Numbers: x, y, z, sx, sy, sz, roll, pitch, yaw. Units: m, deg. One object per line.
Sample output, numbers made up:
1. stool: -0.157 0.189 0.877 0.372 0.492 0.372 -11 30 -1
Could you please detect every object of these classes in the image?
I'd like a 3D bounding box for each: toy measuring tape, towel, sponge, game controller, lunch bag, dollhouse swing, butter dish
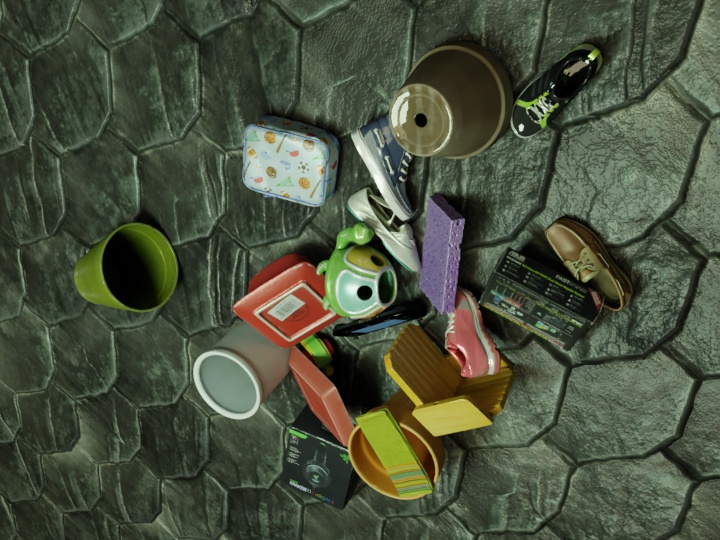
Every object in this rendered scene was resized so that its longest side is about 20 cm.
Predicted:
1. toy measuring tape: -0.113 0.151 1.682 0.073 0.074 0.201 -22 104 32
2. towel: 0.068 0.369 1.519 0.086 0.018 0.201 -23 104 32
3. sponge: 0.154 -0.030 1.449 0.030 0.112 0.202 -8 121 -18
4. game controller: 0.038 0.108 1.575 0.199 0.104 0.043 -20 83 32
5. lunch bag: -0.143 -0.215 1.511 0.198 0.076 0.162 17 123 16
6. dollhouse swing: 0.177 0.188 1.488 0.180 0.200 0.177 -20 105 31
7. butter dish: -0.147 0.039 1.605 0.199 0.149 0.199 -31 136 15

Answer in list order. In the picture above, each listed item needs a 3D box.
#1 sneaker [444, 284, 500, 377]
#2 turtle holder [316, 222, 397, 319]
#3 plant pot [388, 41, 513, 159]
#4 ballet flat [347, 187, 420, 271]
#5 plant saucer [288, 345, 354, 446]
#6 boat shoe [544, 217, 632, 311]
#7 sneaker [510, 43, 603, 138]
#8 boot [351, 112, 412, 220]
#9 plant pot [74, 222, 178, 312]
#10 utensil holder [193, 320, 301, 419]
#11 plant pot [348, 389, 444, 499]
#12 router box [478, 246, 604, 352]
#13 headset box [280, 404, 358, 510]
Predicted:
1. sneaker: 0.196 0.115 1.465 0.074 0.086 0.202 104 146 -60
2. turtle holder: 0.006 0.005 1.508 0.131 0.140 0.188 9 87 40
3. plant pot: 0.136 -0.271 1.277 0.198 0.173 0.202 14 120 27
4. ballet flat: 0.059 -0.085 1.491 0.200 0.069 0.069 46 125 2
5. plant saucer: -0.085 0.285 1.666 0.200 0.037 0.201 37 154 51
6. boat shoe: 0.411 -0.009 1.354 0.200 0.074 0.076 44 124 -1
7. sneaker: 0.314 -0.295 1.248 0.072 0.083 0.200 42 125 1
8. boot: 0.069 -0.194 1.427 0.090 0.073 0.201 -27 114 14
9. plant pot: -0.563 0.004 1.762 0.192 0.200 0.202 -9 112 41
10. utensil holder: -0.246 0.203 1.690 0.168 0.200 0.172 13 121 21
11. plant pot: 0.099 0.348 1.616 0.198 0.183 0.202 11 120 20
12. router box: 0.328 0.055 1.393 0.199 0.062 0.150 29 156 10
13. headset box: -0.084 0.440 1.804 0.173 0.093 0.202 21 121 13
